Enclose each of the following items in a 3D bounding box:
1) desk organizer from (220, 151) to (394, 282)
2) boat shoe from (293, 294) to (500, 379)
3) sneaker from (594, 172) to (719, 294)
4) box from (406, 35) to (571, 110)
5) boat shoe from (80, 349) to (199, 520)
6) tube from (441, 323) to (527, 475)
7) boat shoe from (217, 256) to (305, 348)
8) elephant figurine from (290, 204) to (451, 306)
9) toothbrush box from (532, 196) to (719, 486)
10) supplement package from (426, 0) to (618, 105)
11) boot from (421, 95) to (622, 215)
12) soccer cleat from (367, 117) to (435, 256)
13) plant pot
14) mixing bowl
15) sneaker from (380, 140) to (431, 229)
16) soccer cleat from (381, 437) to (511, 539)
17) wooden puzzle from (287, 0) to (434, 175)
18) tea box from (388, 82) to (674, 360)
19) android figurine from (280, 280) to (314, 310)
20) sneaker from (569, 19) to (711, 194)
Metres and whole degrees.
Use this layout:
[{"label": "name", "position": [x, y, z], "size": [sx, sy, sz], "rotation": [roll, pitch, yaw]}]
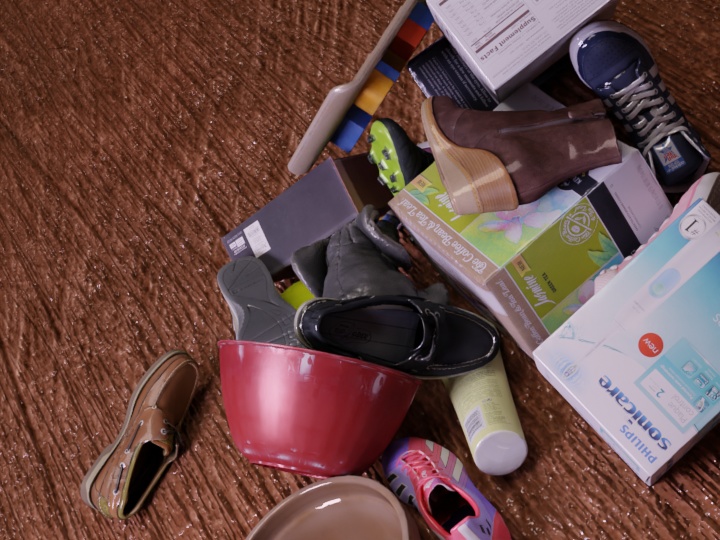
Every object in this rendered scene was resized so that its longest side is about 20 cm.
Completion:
[{"label": "desk organizer", "position": [-0.056, -0.054, 1.761], "size": [0.200, 0.072, 0.077], "rotation": [-33, -11, 40]}, {"label": "boat shoe", "position": [0.041, 0.059, 1.484], "size": [0.066, 0.199, 0.075], "rotation": [167, 115, -78]}, {"label": "sneaker", "position": [0.276, -0.008, 1.488], "size": [0.104, 0.075, 0.201], "rotation": [3, 59, 37]}, {"label": "box", "position": [0.158, -0.244, 1.764], "size": [0.200, 0.104, 0.148], "rotation": [-36, 6, 5]}, {"label": "boat shoe", "position": [-0.224, 0.183, 1.748], "size": [0.068, 0.072, 0.200], "rotation": [16, 73, 44]}, {"label": "tube", "position": [0.117, 0.118, 1.530], "size": [0.058, 0.052, 0.200], "rotation": [6, 28, -12]}, {"label": "boat shoe", "position": [-0.100, 0.067, 1.698], "size": [0.074, 0.065, 0.202], "rotation": [-24, 44, -8]}, {"label": "elephant figurine", "position": [0.000, 0.000, 1.631], "size": [0.141, 0.155, 0.200], "rotation": [-13, 55, -12]}, {"label": "toothbrush box", "position": [0.268, 0.062, 1.365], "size": [0.200, 0.085, 0.146], "rotation": [-42, 73, -1]}, {"label": "supplement package", "position": [0.164, -0.260, 1.582], "size": [0.156, 0.111, 0.200], "rotation": [-38, -2, 6]}, {"label": "boot", "position": [0.151, -0.128, 1.526], "size": [0.166, 0.072, 0.200], "rotation": [-19, 35, 2]}, {"label": "soccer cleat", "position": [0.066, -0.098, 1.665], "size": [0.081, 0.200, 0.068], "rotation": [-36, 47, -8]}, {"label": "plant pot", "position": [-0.020, 0.293, 1.430], "size": [0.201, 0.093, 0.201], "rotation": [-24, 39, 21]}, {"label": "mixing bowl", "position": [-0.048, 0.139, 1.514], "size": [0.200, 0.200, 0.109], "rotation": [1, 76, 42]}, {"label": "sneaker", "position": [0.052, -0.084, 1.777], "size": [0.200, 0.075, 0.090], "rotation": [-12, 55, 40]}, {"label": "soccer cleat", "position": [0.070, 0.200, 1.458], "size": [0.067, 0.076, 0.200], "rotation": [-42, 37, -2]}, {"label": "wooden puzzle", "position": [0.014, -0.198, 1.669], "size": [0.200, 0.046, 0.185], "rotation": [-53, 1, -31]}, {"label": "tea box", "position": [0.171, -0.049, 1.572], "size": [0.197, 0.134, 0.200], "rotation": [-42, 37, -4]}, {"label": "android figurine", "position": [-0.054, 0.081, 1.717], "size": [0.182, 0.041, 0.200], "rotation": [-24, 40, 22]}, {"label": "sneaker", "position": [0.275, -0.152, 1.540], "size": [0.070, 0.200, 0.109], "rotation": [-32, 45, 15]}]
